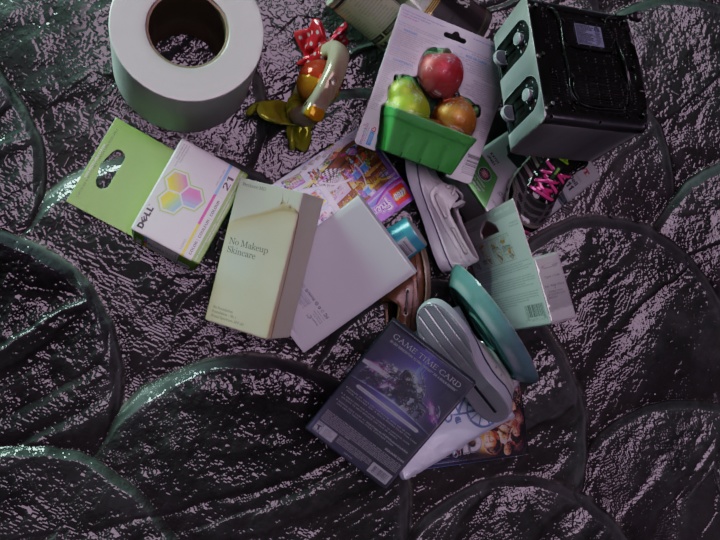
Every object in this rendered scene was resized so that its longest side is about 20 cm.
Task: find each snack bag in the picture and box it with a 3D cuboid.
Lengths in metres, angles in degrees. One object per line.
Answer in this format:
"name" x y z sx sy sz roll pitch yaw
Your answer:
"snack bag" 0.101 0.178 1.173 0.200 0.021 0.189 -29 96 -13

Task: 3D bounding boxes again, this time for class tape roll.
"tape roll" -0.241 -0.307 1.136 0.202 0.139 0.203 2 82 -14

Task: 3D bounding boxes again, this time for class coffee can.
"coffee can" 0.071 -0.384 1.207 0.200 0.146 0.146 35 75 -18

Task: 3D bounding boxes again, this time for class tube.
"tube" 0.000 0.000 1.178 0.200 0.050 0.078 -34 86 10

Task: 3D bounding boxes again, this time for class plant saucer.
"plant saucer" 0.181 0.081 1.164 0.027 0.200 0.200 -34 92 -4

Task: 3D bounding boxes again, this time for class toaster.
"toaster" 0.283 -0.254 1.104 0.200 0.119 0.181 1 74 -22

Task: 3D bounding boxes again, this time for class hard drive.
"hard drive" -0.040 0.006 1.153 0.200 0.025 0.132 -36 92 15

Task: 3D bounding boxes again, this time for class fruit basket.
"fruit basket" 0.105 -0.244 1.156 0.185 0.094 0.200 17 91 -17

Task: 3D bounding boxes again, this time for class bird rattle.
"bird rattle" -0.059 -0.268 1.176 0.113 0.163 0.200 36 84 -26

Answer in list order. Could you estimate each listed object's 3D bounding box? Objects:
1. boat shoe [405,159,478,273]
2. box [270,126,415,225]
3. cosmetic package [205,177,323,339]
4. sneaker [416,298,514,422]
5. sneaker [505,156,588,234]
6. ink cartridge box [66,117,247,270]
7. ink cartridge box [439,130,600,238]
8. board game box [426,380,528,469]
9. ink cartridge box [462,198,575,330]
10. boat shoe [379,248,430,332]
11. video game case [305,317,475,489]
"boat shoe" 0.124 -0.098 1.227 0.065 0.074 0.200 -19 91 22
"box" -0.037 -0.106 1.212 0.200 0.039 0.137 -35 93 -16
"cosmetic package" -0.130 -0.016 1.118 0.103 0.073 0.200 14 93 21
"sneaker" 0.145 0.118 1.141 0.073 0.071 0.200 -27 103 26
"sneaker" 0.276 -0.146 1.187 0.074 0.087 0.200 32 75 -9
"ink cartridge box" -0.280 -0.111 1.131 0.200 0.076 0.148 28 76 -11
"ink cartridge box" 0.246 -0.143 1.268 0.200 0.083 0.147 -36 93 -17
"board game box" 0.145 0.217 1.218 0.200 0.035 0.136 -5 84 -15
"ink cartridge box" 0.219 -0.003 1.181 0.045 0.200 0.176 -15 86 -17
"boat shoe" 0.062 0.034 1.202 0.068 0.072 0.200 -5 83 -16
"video game case" 0.039 0.183 1.123 0.143 0.019 0.200 38 102 -2
